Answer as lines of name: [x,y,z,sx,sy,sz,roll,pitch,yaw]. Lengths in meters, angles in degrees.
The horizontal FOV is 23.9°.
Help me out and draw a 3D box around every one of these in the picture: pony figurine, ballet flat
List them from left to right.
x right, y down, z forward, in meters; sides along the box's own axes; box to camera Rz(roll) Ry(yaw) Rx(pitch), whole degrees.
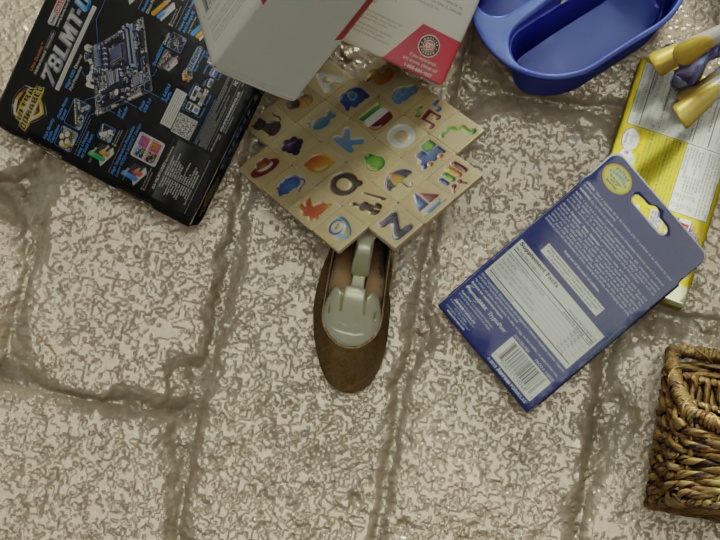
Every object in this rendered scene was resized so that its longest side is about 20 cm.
ballet flat: [0.000,0.000,1.430,0.067,0.072,0.201,11,80,0]
pony figurine: [0.341,-0.202,1.402,0.199,0.193,0.167,-33,93,16]

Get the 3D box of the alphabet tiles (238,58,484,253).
alphabet tiles: [0.000,-0.100,1.430,0.166,0.006,0.200,-40,56,-16]

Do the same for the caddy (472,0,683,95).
caddy: [0.186,-0.242,1.460,0.199,0.105,0.142,-33,83,-7]

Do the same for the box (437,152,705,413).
box: [0.178,0.010,1.429,0.200,0.032,0.121,-41,82,8]

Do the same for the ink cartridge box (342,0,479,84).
ink cartridge box: [0.037,-0.276,1.399,0.145,0.085,0.201,19,99,-39]

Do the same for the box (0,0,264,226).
box: [-0.184,-0.170,1.444,0.198,0.050,0.201,27,98,5]

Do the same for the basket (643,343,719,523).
basket: [0.341,0.135,1.374,0.199,0.143,0.150,11,80,1]

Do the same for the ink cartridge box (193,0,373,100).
ink cartridge box: [-0.065,-0.257,1.327,0.083,0.145,0.201,19,36,-34]

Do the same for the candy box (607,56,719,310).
candy box: [0.259,-0.076,1.471,0.102,0.026,0.201,20,80,0]
